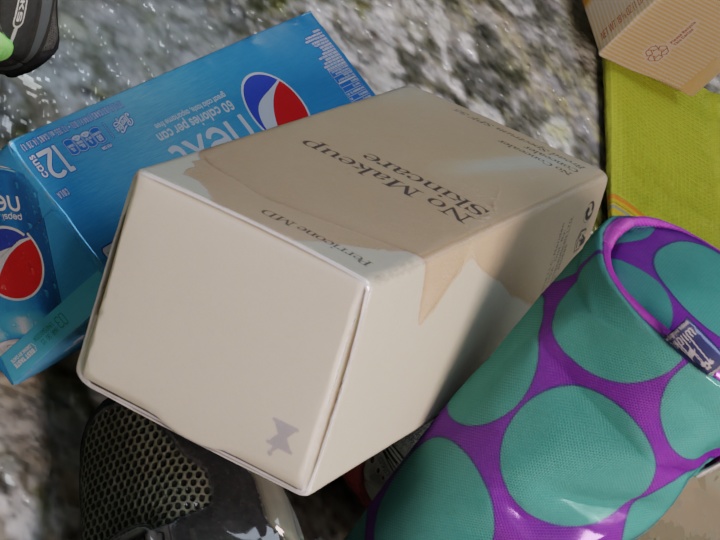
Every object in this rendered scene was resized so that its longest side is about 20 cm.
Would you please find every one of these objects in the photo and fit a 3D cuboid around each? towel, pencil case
[{"bbox_3d":[0.155,-0.037,1.170,0.086,0.018,0.200,33,39,-28],"label":"towel"},{"bbox_3d":[0.062,0.080,0.803,0.092,0.200,0.085,43,24,12],"label":"pencil case"}]

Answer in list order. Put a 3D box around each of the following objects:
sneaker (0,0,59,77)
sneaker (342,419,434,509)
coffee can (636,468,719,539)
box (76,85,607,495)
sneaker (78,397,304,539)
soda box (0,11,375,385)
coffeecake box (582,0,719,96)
[{"bbox_3d":[-0.142,-0.152,0.897,0.084,0.077,0.200,45,35,-42],"label":"sneaker"},{"bbox_3d":[0.054,0.042,0.930,0.200,0.082,0.078,-17,74,-52],"label":"sneaker"},{"bbox_3d":[0.184,0.119,0.956,0.200,0.146,0.147,2,59,-48],"label":"coffee can"},{"bbox_3d":[0.000,0.000,0.812,0.095,0.078,0.200,25,22,19],"label":"box"},{"bbox_3d":[-0.071,0.118,0.726,0.114,0.076,0.200,20,52,-47],"label":"sneaker"},{"bbox_3d":[-0.069,-0.031,0.864,0.064,0.068,0.200,53,35,4],"label":"soda box"},{"bbox_3d":[0.175,-0.219,1.219,0.073,0.154,0.200,19,43,-35],"label":"coffeecake box"}]
